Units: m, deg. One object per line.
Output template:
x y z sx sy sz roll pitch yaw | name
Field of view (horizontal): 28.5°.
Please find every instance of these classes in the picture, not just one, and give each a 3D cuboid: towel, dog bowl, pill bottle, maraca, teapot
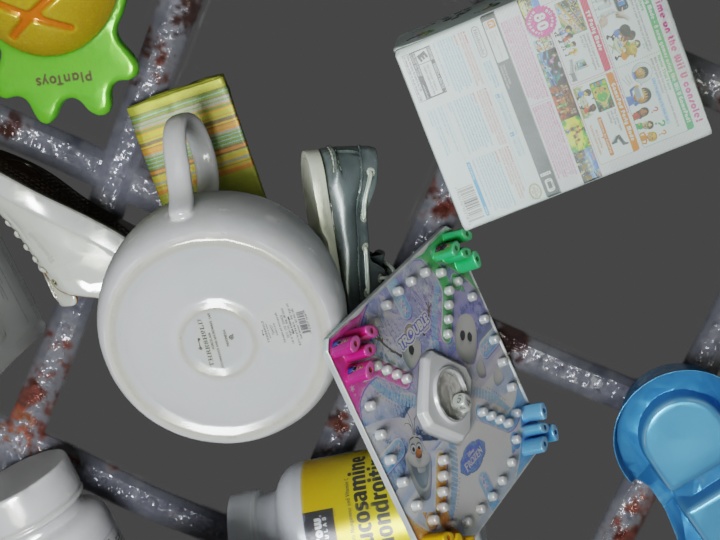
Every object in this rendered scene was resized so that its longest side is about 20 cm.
-0.114 -0.049 1.125 0.085 0.018 0.202 -15 105 13 | towel
0.281 0.161 1.141 0.111 0.050 0.201 -34 101 12 | dog bowl
-0.240 0.258 1.169 0.112 0.113 0.202 -23 103 10 | pill bottle
-0.002 0.202 1.137 0.197 0.112 0.114 -12 105 7 | pill bottle
-0.230 -0.210 1.038 0.135 0.107 0.203 -6 106 14 | maraca
-0.100 0.016 1.057 0.196 0.147 0.201 28 114 -11 | teapot

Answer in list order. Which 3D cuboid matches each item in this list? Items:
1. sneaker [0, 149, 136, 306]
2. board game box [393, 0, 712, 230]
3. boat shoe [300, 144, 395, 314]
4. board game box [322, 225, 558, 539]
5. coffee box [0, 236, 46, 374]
-0.243 -0.022 1.110 0.199 0.073 0.085 32 104 -7 | sneaker
0.142 -0.139 1.057 0.198 0.064 0.149 -20 105 10 | board game box
0.000 0.000 1.102 0.061 0.073 0.203 -13 105 -11 | boat shoe
0.069 0.093 1.063 0.026 0.200 0.202 -14 107 38 | board game box
-0.391 0.024 1.066 0.196 0.200 0.202 -23 103 10 | coffee box
